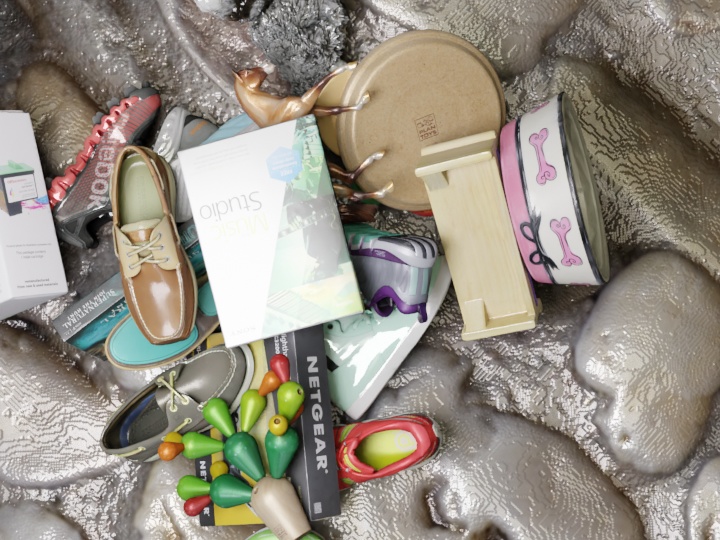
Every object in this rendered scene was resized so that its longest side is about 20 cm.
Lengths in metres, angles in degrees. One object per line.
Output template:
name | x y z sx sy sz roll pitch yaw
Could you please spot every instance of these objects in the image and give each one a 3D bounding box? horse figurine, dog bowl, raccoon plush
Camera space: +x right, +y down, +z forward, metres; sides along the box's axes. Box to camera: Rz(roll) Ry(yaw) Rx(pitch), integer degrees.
horse figurine | -0.043 -0.126 1.362 0.131 0.050 0.202 -16 110 7
dog bowl | 0.199 -0.077 1.377 0.073 0.200 0.203 -13 83 17
raccoon plush | -0.091 -0.223 1.432 0.197 0.097 0.136 2 82 -22

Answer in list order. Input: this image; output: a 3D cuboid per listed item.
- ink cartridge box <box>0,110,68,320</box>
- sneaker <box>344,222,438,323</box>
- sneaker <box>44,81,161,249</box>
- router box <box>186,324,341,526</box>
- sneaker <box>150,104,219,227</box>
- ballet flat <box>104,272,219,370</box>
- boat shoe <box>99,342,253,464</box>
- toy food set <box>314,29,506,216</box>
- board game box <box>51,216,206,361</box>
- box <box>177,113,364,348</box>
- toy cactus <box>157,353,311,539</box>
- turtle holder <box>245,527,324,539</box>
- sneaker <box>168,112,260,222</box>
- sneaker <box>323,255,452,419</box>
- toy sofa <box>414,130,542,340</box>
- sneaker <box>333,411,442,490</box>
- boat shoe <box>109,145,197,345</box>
ink cartridge box | -0.402 -0.052 1.410 0.144 0.084 0.203 -19 82 36
sneaker | 0.000 0.000 1.387 0.074 0.199 0.089 -4 101 -36
sneaker | -0.269 -0.107 1.450 0.098 0.071 0.201 37 88 6
router box | -0.104 0.160 1.384 0.156 0.052 0.203 -11 81 37
sneaker | -0.202 -0.075 1.445 0.078 0.074 0.202 18 84 -1
ballet flat | -0.179 0.048 1.401 0.199 0.063 0.069 -30 89 -19
boat shoe | -0.191 0.138 1.379 0.201 0.060 0.073 -38 64 28
toy food set | 0.062 -0.156 1.421 0.199 0.049 0.199 -36 114 -4
board game box | -0.216 0.017 1.400 0.199 0.135 0.028 -37 75 -2
box | -0.088 -0.038 1.314 0.143 0.036 0.203 -15 90 4
toy cactus | -0.107 0.192 1.305 0.200 0.102 0.166 -41 75 19
turtle holder | -0.065 0.352 1.360 0.140 0.132 0.187 -32 84 -3
sneaker | -0.143 -0.115 1.413 0.198 0.082 0.075 -28 109 -13
sneaker | 0.009 0.044 1.419 0.118 0.074 0.201 36 88 -1
toy sofa | 0.126 -0.038 1.377 0.082 0.098 0.202 -12 107 17
sneaker | -0.013 0.192 1.396 0.198 0.085 0.078 -21 84 9
boat shoe | -0.211 -0.028 1.302 0.075 0.074 0.202 -15 76 4
